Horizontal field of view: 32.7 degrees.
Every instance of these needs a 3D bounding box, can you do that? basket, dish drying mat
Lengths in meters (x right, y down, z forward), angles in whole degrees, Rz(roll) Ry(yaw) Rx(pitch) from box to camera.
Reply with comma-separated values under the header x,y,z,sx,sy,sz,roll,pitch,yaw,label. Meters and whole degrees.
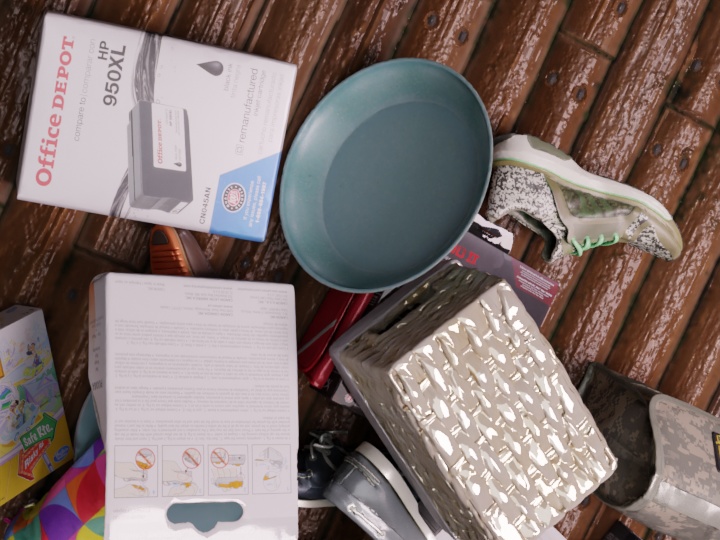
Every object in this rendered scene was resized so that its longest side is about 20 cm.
x,y,z,sx,sy,sz,roll,pitch,yaw,label
0.090,0.109,0.967,0.135,0.123,0.201,-36,102,-13,basket
0.000,0.000,1.043,0.018,0.077,0.202,27,93,-19,dish drying mat

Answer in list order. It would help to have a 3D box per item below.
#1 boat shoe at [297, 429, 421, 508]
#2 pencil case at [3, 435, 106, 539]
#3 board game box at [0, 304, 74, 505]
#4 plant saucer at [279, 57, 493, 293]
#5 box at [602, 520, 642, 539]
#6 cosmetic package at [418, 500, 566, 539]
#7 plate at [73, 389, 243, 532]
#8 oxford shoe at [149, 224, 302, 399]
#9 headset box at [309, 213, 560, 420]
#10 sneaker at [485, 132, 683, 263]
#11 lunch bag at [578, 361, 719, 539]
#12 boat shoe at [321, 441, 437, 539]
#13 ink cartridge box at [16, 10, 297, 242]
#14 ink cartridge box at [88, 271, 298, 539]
x,y,z,sx,sy,sz,roll,pitch,yaw,label
-0.022,0.174,1.075,0.197,0.075,0.063,11,100,-18,boat shoe
-0.208,0.181,0.995,0.200,0.089,0.088,-41,109,18,pencil case
-0.313,0.127,0.939,0.200,0.034,0.136,-34,122,-51,board game box
0.025,-0.074,0.998,0.201,0.199,0.036,-57,144,2,plant saucer
0.325,0.339,1.153,0.200,0.161,0.049,42,90,-17,box
0.137,0.250,1.119,0.083,0.051,0.200,-44,124,-2,cosmetic package
-0.150,0.163,1.027,0.198,0.026,0.203,2,97,20,plate
-0.114,0.042,1.038,0.073,0.071,0.202,-34,111,-29,oxford shoe
0.068,0.047,1.060,0.148,0.075,0.202,28,85,-17,headset box
0.189,-0.040,1.078,0.198,0.077,0.090,25,77,-10,sneaker
0.283,0.179,1.089,0.163,0.200,0.119,26,95,-17,lunch bag
0.030,0.238,1.040,0.062,0.073,0.201,-37,116,-19,boat shoe
-0.164,-0.114,0.973,0.197,0.084,0.147,9,99,-16,ink cartridge box
-0.126,0.107,0.942,0.160,0.050,0.203,4,80,-29,ink cartridge box
